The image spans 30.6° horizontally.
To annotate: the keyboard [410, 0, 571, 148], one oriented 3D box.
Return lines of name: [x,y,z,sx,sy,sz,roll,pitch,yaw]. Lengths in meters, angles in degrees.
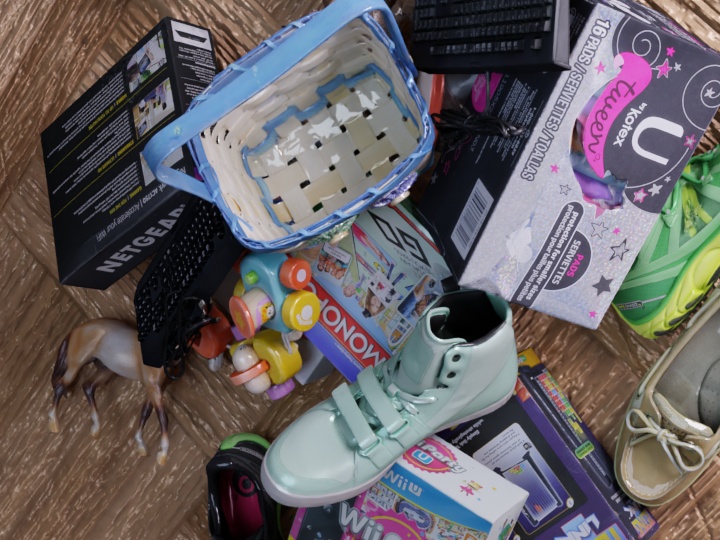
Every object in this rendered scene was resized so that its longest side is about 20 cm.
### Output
keyboard: [0.077,-0.140,0.846,0.200,0.020,0.128,-161,68,-68]

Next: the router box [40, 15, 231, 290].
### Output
router box: [-0.188,-0.092,1.090,0.200,0.051,0.150,-31,61,39]

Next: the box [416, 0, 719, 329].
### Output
box: [0.140,-0.084,0.886,0.114,0.132,0.201,17,111,-19]

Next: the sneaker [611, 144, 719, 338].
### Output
sneaker: [0.227,-0.046,0.894,0.083,0.074,0.201,37,113,16]

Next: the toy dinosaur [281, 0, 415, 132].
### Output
toy dinosaur: [-0.006,-0.212,1.004,0.085,0.135,0.201,17,83,-16]

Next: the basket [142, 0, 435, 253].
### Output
basket: [-0.034,-0.098,0.873,0.176,0.200,0.140,-33,69,9]

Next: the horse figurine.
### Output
horse figurine: [-0.210,0.090,1.165,0.199,0.050,0.133,10,89,34]

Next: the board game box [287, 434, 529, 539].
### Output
board game box: [0.020,0.215,0.980,0.147,0.064,0.201,30,116,24]

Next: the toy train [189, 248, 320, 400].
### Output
toy train: [-0.107,0.031,1.023,0.150,0.056,0.200,45,145,13]

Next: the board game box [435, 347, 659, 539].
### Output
board game box: [0.098,0.184,1.007,0.200,0.057,0.166,-40,79,27]

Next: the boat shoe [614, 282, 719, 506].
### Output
boat shoe: [0.233,0.080,0.910,0.073,0.063,0.201,38,110,19]

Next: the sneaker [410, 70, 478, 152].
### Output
sneaker: [0.092,-0.179,0.966,0.081,0.077,0.201,12,108,5]

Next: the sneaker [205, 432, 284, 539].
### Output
sneaker: [-0.091,0.239,1.100,0.076,0.084,0.201,-19,87,20]

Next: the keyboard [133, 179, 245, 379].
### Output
keyboard: [-0.141,0.008,0.998,0.200,0.039,0.105,-51,49,48]

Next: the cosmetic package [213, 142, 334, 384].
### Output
cosmetic package: [-0.066,-0.031,1.074,0.200,0.052,0.151,42,116,17]

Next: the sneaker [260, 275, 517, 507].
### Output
sneaker: [0.017,0.077,0.886,0.074,0.200,0.119,53,162,32]

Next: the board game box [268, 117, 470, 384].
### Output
board game box: [0.000,0.000,0.998,0.200,0.029,0.135,44,114,14]
